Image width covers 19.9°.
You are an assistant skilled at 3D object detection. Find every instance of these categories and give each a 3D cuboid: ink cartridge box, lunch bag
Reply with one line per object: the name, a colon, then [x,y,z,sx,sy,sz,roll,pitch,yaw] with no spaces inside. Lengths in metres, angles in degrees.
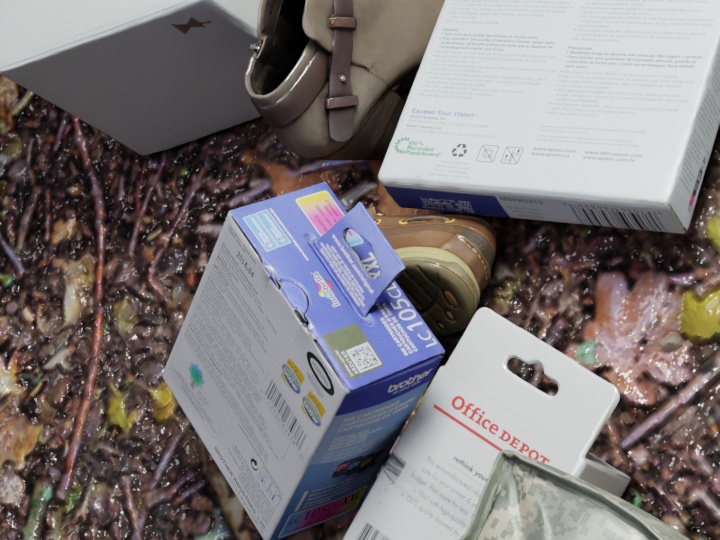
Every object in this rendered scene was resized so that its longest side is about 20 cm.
ink cartridge box: [0.130,-0.123,1.240,0.195,0.043,0.201,7,64,33]
ink cartridge box: [-0.033,0.047,1.202,0.137,0.076,0.201,55,145,23]
lunch bag: [0.157,0.197,1.053,0.199,0.164,0.118,25,83,36]
ink cartridge box: [0.073,0.138,1.183,0.115,0.067,0.201,32,93,36]

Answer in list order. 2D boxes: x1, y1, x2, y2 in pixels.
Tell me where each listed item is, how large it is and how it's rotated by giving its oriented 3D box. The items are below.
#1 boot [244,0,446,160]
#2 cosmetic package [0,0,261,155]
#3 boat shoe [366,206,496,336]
boot: [-0.002,-0.163,1.279,0.070,0.146,0.202,5,77,35]
cosmetic package: [-0.130,-0.214,1.362,0.165,0.167,0.202,-15,66,26]
boat shoe: [0.000,0.000,1.282,0.199,0.072,0.068,-2,40,39]
